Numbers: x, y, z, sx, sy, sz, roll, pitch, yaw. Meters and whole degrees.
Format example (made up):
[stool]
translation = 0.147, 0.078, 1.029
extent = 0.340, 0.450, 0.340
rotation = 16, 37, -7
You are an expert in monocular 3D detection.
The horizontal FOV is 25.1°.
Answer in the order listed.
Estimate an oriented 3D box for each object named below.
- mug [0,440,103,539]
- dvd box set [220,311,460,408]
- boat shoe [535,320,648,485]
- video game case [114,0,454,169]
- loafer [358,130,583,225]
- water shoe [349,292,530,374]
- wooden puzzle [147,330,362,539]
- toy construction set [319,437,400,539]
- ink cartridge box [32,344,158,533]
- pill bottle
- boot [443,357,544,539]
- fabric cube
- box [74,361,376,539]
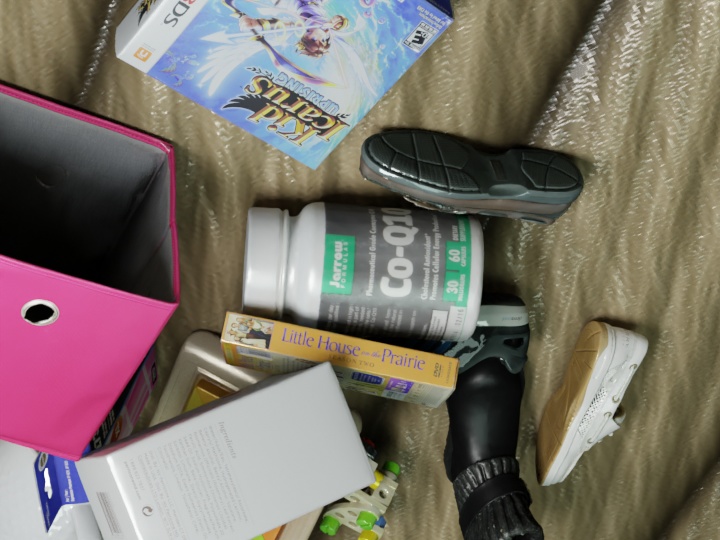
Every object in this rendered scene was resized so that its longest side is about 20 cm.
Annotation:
[mug]
translation = -0.283, 0.232, 1.510
extent = 0.147, 0.200, 0.176
rotation = -2, 135, -32
[dvd box set]
translation = -0.020, 0.079, 1.395
extent = 0.199, 0.030, 0.146
rotation = 12, 168, 0
[boat shoe]
translation = 0.226, 0.138, 1.577
extent = 0.069, 0.071, 0.201
rotation = 10, 129, -13
[video game case]
translation = -0.059, -0.191, 1.260
extent = 0.199, 0.046, 0.181
rotation = 28, 124, -29
[loafer]
translation = 0.090, -0.069, 1.376
extent = 0.199, 0.072, 0.063
rotation = 6, 136, -16
[water shoe]
translation = 0.059, 0.070, 1.477
extent = 0.199, 0.072, 0.079
rotation = -6, 100, -4
[wooden puzzle]
translation = -0.116, 0.179, 1.521
extent = 0.184, 0.037, 0.201
rotation = 28, 114, 4
[toy construction set]
translation = -0.047, 0.199, 1.592
extent = 0.199, 0.093, 0.131
rotation = 21, 152, -15
[ink cartridge box]
translation = -0.231, 0.129, 1.423
extent = 0.037, 0.200, 0.095
rotation = 13, 135, 12
[pill bottle]
translation = 0.000, 0.000, 1.390
extent = 0.199, 0.113, 0.114
rotation = 3, 132, -6
[boot]
translation = 0.128, 0.188, 1.550
extent = 0.079, 0.158, 0.212
rotation = -5, 132, -3
[fabric cube]
translation = -0.275, 0.000, 1.298
extent = 0.195, 0.201, 0.200
rotation = 19, 128, -24
[box]
translation = -0.114, 0.164, 1.325
extent = 0.199, 0.107, 0.152
rotation = -21, 180, -20
